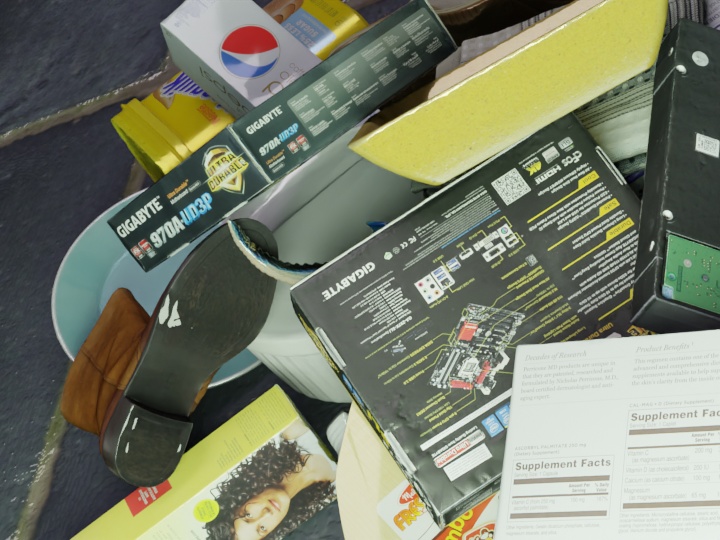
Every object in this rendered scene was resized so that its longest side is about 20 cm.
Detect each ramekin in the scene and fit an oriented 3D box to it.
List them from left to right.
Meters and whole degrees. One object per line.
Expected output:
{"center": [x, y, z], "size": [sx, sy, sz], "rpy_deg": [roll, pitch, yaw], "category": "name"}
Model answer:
{"center": [0.000, 0.000, 1.397], "size": [0.202, 0.094, 0.203], "rpy_deg": [-20, 40, 18], "category": "ramekin"}

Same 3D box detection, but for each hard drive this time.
{"center": [0.228, -0.038, 1.161], "size": [0.038, 0.140, 0.200], "rpy_deg": [122, 162, -54], "category": "hard drive"}

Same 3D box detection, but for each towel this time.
{"center": [0.124, -0.114, 1.304], "size": [0.200, 0.035, 0.193], "rpy_deg": [-20, 38, 25], "category": "towel"}

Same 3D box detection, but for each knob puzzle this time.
{"center": [0.075, 0.121, 1.180], "size": [0.219, 0.030, 0.220], "rpy_deg": [-2, 70, 7], "category": "knob puzzle"}

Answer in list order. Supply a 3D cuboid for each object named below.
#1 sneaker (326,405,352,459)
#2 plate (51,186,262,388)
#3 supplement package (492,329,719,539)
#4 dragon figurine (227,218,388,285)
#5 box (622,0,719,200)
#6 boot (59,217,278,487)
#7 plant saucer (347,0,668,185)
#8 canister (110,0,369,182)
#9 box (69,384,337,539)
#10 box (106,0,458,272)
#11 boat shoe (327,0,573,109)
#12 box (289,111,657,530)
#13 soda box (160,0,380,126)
{"center": [0.084, 0.109, 1.234], "size": [0.200, 0.078, 0.090], "rpy_deg": [-17, 69, 12], "category": "sneaker"}
{"center": [-0.128, 0.015, 1.516], "size": [0.200, 0.026, 0.200], "rpy_deg": [-6, 52, 8], "category": "plate"}
{"center": [0.196, 0.104, 1.034], "size": [0.200, 0.156, 0.111], "rpy_deg": [-6, 66, 36], "category": "supplement package"}
{"center": [0.019, 0.009, 1.261], "size": [0.200, 0.059, 0.099], "rpy_deg": [38, 84, 22], "category": "dragon figurine"}
{"center": [0.197, -0.096, 1.342], "size": [0.184, 0.105, 0.200], "rpy_deg": [-35, 33, 5], "category": "box"}
{"center": [-0.130, 0.041, 1.373], "size": [0.189, 0.068, 0.200], "rpy_deg": [-70, 20, 3], "category": "boot"}
{"center": [0.095, -0.110, 1.208], "size": [0.200, 0.048, 0.200], "rpy_deg": [-28, 6, 8], "category": "plant saucer"}
{"center": [-0.085, -0.137, 1.654], "size": [0.200, 0.087, 0.149], "rpy_deg": [-38, 35, -7], "category": "canister"}
{"center": [-0.109, 0.164, 1.318], "size": [0.200, 0.075, 0.050], "rpy_deg": [-37, 33, -1], "category": "box"}
{"center": [-0.050, -0.087, 1.317], "size": [0.200, 0.046, 0.159], "rpy_deg": [-39, 5, -39], "category": "box"}
{"center": [0.065, -0.181, 1.588], "size": [0.200, 0.074, 0.066], "rpy_deg": [-18, 24, -4], "category": "boat shoe"}
{"center": [0.084, 0.026, 1.170], "size": [0.200, 0.049, 0.160], "rpy_deg": [-33, 74, -6], "category": "box"}
{"center": [-0.057, -0.131, 1.545], "size": [0.064, 0.068, 0.200], "rpy_deg": [-43, 72, -13], "category": "soda box"}
